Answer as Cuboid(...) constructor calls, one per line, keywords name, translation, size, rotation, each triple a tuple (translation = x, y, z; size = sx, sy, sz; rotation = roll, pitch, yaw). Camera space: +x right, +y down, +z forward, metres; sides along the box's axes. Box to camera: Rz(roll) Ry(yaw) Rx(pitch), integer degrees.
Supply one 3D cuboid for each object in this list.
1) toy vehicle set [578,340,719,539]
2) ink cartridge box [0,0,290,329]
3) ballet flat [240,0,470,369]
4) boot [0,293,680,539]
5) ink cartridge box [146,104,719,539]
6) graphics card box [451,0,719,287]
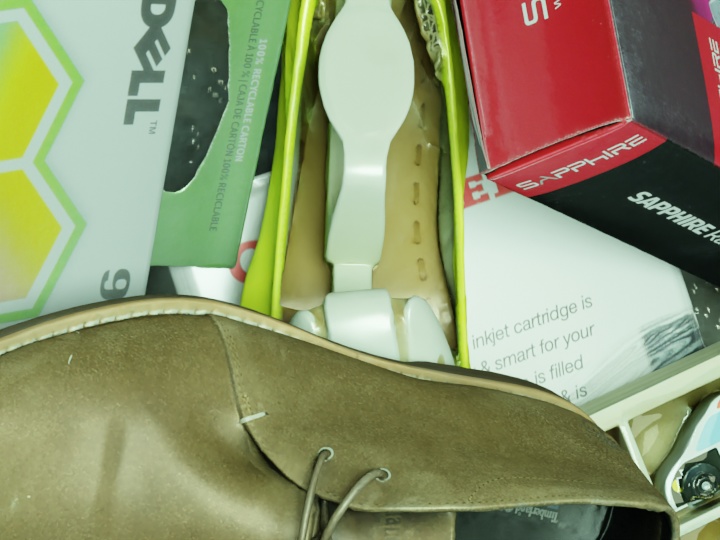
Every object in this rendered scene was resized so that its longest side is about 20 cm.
Cuboid(name="toy vehicle set", translation=(0.063, 0.107, 0.837), size=(0.199, 0.027, 0.125), rotation=(-25, 95, -11))
Cuboid(name="ink cartridge box", translation=(-0.100, -0.036, 0.745), size=(0.199, 0.059, 0.104), rotation=(0, 112, -29))
Cuboid(name="ballet flat", translation=(0.000, 0.000, 0.796), size=(0.066, 0.067, 0.201), rotation=(2, 73, -3))
Cuboid(name="boot", translation=(-0.015, 0.051, 0.715), size=(0.199, 0.075, 0.074), rotation=(4, 101, -25))
Cuboid(name="ink cartridge box", translation=(0.030, 0.057, 0.889), size=(0.144, 0.084, 0.201), rotation=(-19, 93, -14))
Cuboid(name="graphics card box", translation=(0.097, -0.064, 0.854), size=(0.200, 0.051, 0.126), rotation=(24, 51, -52))
